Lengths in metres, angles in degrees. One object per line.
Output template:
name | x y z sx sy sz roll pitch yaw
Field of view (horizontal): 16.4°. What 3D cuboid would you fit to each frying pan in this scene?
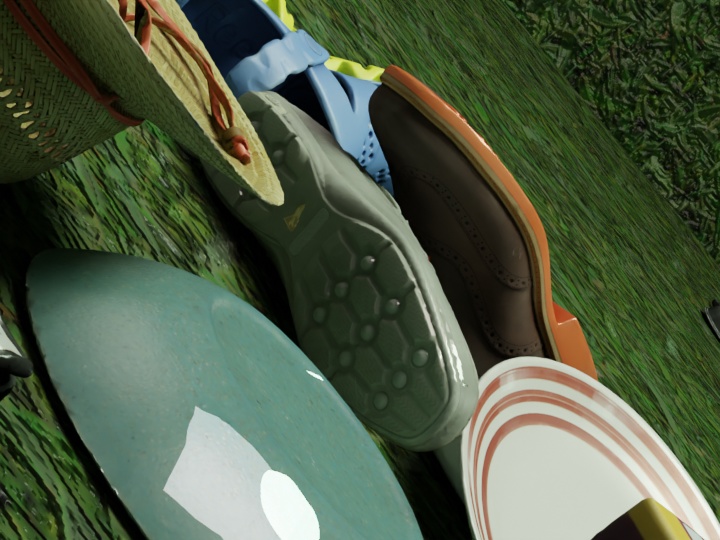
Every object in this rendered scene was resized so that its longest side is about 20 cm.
frying pan | 0.394 0.077 2.541 0.115 0.031 0.190 54 14 5

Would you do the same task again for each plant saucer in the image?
plant saucer | -0.028 0.062 0.812 0.201 0.039 0.201 50 11 -14

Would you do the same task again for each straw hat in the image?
straw hat | -0.110 -0.074 0.799 0.202 0.085 0.201 56 5 -8

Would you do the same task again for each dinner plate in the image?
dinner plate | 0.104 0.129 1.060 0.200 0.024 0.201 35 38 -32

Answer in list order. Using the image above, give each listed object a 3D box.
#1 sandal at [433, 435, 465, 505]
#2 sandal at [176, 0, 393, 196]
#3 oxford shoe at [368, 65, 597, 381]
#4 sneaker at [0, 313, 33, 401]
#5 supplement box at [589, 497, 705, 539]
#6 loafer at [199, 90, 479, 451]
sandal | 0.102 0.119 1.131 0.202 0.050 0.083 40 16 -48
sandal | -0.024 -0.068 1.178 0.199 0.079 0.087 33 23 -36
oxford shoe | 0.042 0.001 1.107 0.071 0.072 0.201 36 -22 56
sneaker | -0.127 -0.017 0.623 0.116 0.075 0.201 58 17 -12
supplement box | 0.136 0.190 0.895 0.200 0.103 0.131 39 16 -45
loafer | 0.000 0.000 1.048 0.070 0.070 0.201 26 25 -46
